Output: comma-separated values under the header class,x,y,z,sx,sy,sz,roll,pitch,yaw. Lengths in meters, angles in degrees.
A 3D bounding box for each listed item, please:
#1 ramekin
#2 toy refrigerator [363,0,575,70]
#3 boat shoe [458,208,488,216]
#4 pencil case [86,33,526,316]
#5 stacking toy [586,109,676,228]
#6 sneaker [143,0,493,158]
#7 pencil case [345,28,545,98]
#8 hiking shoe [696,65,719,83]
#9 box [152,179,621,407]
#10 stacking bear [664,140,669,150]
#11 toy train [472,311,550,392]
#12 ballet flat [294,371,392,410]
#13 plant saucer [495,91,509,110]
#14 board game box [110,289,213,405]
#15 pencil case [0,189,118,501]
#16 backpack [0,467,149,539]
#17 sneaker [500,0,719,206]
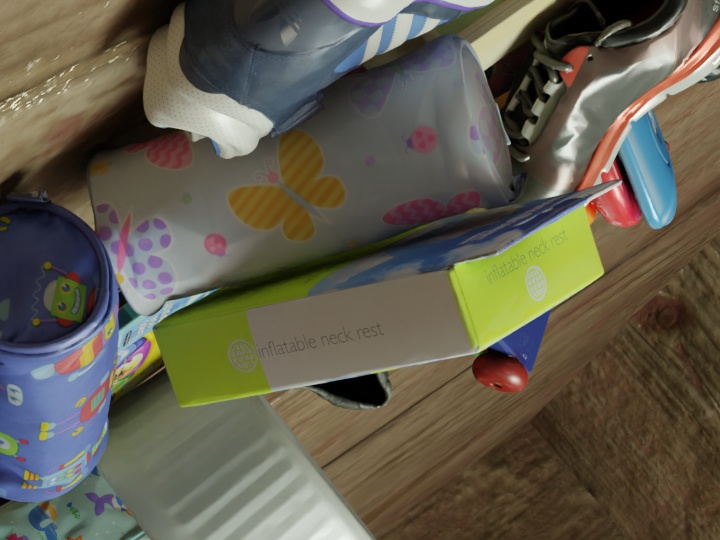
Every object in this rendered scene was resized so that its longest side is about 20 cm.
class,x,y,z,sx,sy,sz,roll,pitch,yaw
ramekin,-0.069,0.137,1.526,0.098,0.201,0.200,-39,171,-3
toy refrigerator,0.082,-0.167,1.299,0.200,0.076,0.070,-35,169,-25
boat shoe,0.000,0.000,1.339,0.065,0.072,0.200,-40,-157,-31
pencil case,-0.028,-0.044,1.215,0.199,0.083,0.091,-18,-170,8
stacking toy,0.081,-0.058,1.562,0.199,0.110,0.116,-19,-153,11
sneaker,-0.022,-0.114,1.160,0.146,0.081,0.200,-35,179,28
pencil case,0.006,-0.090,1.336,0.200,0.083,0.087,-37,155,-24
hiking shoe,0.195,-0.173,1.498,0.087,0.074,0.200,-45,-157,47
box,0.017,0.011,1.211,0.200,0.048,0.122,-12,-169,37
stacking bear,0.091,-0.039,1.704,0.200,0.114,0.121,-54,161,7
toy train,0.032,-0.004,1.505,0.200,0.115,0.085,47,58,-60
ballet flat,-0.015,0.053,1.602,0.066,0.057,0.200,-43,168,7
plant saucer,0.055,-0.092,1.473,0.200,0.049,0.200,-39,-166,-10
board game box,-0.167,0.054,1.418,0.200,0.047,0.151,-37,170,-20
pencil case,-0.160,0.041,1.239,0.200,0.087,0.078,104,12,-63
backpack,-0.211,0.210,1.697,0.200,0.151,0.178,-40,171,-34
sneaker,0.100,-0.094,1.320,0.200,0.077,0.082,-47,137,9
